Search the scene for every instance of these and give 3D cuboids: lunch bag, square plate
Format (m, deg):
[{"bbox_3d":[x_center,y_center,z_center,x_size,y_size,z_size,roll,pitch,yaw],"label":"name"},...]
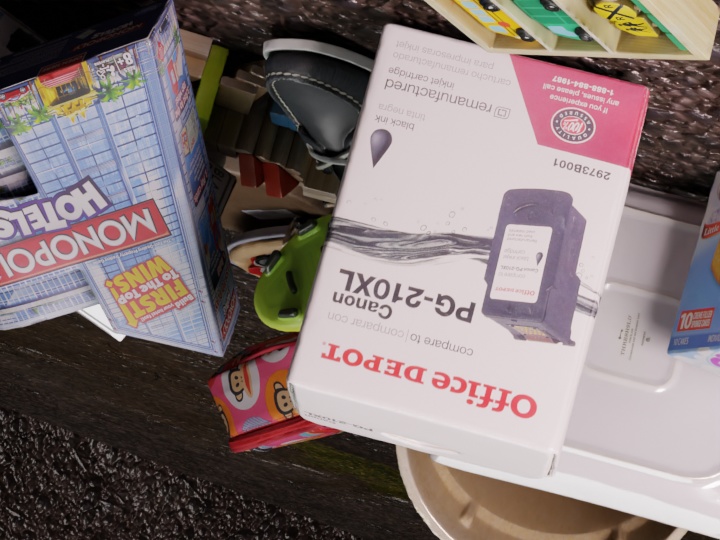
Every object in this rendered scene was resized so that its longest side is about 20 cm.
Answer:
[{"bbox_3d":[0.008,0.065,1.502,0.199,0.082,0.176,-15,175,-42],"label":"lunch bag"},{"bbox_3d":[0.158,0.039,1.217,0.197,0.201,0.028,14,162,6],"label":"square plate"}]

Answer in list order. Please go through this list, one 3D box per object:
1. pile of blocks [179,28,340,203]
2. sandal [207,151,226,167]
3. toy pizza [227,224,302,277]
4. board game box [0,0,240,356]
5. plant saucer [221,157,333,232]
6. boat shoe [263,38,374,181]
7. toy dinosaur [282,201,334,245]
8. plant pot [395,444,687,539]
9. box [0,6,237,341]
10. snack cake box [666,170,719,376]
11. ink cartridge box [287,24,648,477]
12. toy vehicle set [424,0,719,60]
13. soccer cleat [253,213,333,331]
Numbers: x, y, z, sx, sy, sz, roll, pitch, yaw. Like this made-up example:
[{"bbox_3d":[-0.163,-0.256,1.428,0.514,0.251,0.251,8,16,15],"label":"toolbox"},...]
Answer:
[{"bbox_3d":[-0.062,-0.085,1.266,0.199,0.063,0.082,22,166,-29],"label":"pile of blocks"},{"bbox_3d":[-0.163,-0.058,1.394,0.206,0.060,0.079,8,-152,43],"label":"sandal"},{"bbox_3d":[-0.002,0.000,1.529,0.199,0.032,0.200,2,169,0],"label":"toy pizza"},{"bbox_3d":[-0.161,-0.031,1.216,0.199,0.062,0.201,-17,115,18],"label":"board game box"},{"bbox_3d":[-0.093,-0.062,1.481,0.199,0.030,0.200,14,167,3],"label":"plant saucer"},{"bbox_3d":[0.005,-0.075,1.226,0.075,0.061,0.200,5,164,38],"label":"boat shoe"},{"bbox_3d":[0.000,0.000,1.407,0.101,0.059,0.200,16,147,-23],"label":"toy dinosaur"},{"bbox_3d":[0.135,0.078,1.380,0.199,0.202,0.184,14,-158,5],"label":"plant pot"},{"bbox_3d":[-0.189,-0.062,1.274,0.200,0.060,0.117,36,120,-13],"label":"box"},{"bbox_3d":[0.256,-0.004,1.106,0.067,0.116,0.200,21,166,-22],"label":"snack cake box"},{"bbox_3d":[0.057,-0.008,1.096,0.144,0.201,0.084,14,167,6],"label":"ink cartridge box"},{"bbox_3d":[0.062,-0.147,0.926,0.124,0.027,0.200,6,164,37],"label":"toy vehicle set"},{"bbox_3d":[0.031,-0.018,1.212,0.200,0.065,0.084,-33,151,9],"label":"soccer cleat"}]
